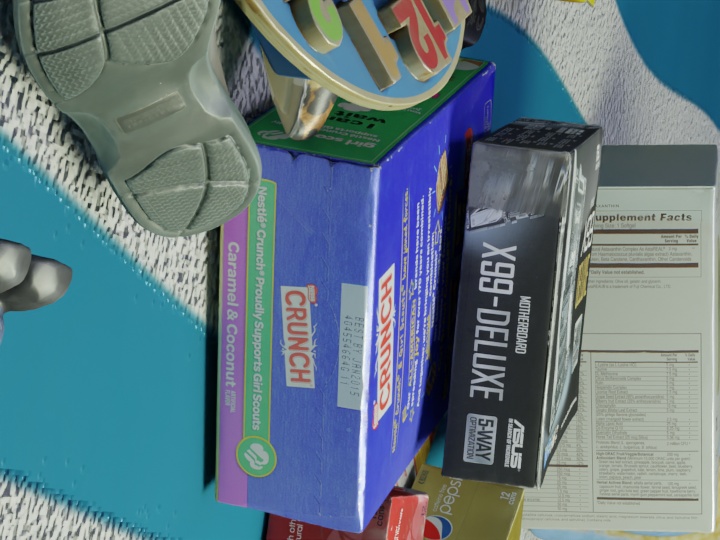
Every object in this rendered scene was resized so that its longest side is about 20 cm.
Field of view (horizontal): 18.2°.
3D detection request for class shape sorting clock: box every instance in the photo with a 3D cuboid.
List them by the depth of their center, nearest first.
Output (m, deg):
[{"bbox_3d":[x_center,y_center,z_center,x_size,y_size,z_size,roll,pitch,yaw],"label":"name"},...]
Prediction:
[{"bbox_3d":[-0.016,-0.156,0.853,0.200,0.039,0.201,37,44,-46],"label":"shape sorting clock"}]

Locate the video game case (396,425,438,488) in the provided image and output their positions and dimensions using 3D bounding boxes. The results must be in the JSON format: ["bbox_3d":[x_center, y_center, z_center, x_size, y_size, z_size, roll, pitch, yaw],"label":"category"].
[{"bbox_3d":[0.023,0.061,1.256,0.144,0.017,0.201,80,24,-45],"label":"video game case"}]

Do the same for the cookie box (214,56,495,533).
[{"bbox_3d":[0.000,0.000,1.046,0.200,0.075,0.173,-46,141,-66],"label":"cookie box"}]

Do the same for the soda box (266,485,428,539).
[{"bbox_3d":[-0.018,0.203,1.101,0.070,0.063,0.202,14,84,-72],"label":"soda box"}]

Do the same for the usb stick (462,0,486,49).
[{"bbox_3d":[0.029,-0.149,1.157,0.200,0.032,0.056,2,89,-73],"label":"usb stick"}]

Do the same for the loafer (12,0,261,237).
[{"bbox_3d":[-0.082,-0.087,0.778,0.200,0.071,0.063,77,-9,-57],"label":"loafer"}]

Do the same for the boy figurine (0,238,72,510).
[{"bbox_3d":[-0.136,0.088,0.652,0.124,0.064,0.202,46,51,-73],"label":"boy figurine"}]

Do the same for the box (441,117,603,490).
[{"bbox_3d":[0.083,0.009,1.123,0.200,0.049,0.159,-32,128,-78],"label":"box"}]

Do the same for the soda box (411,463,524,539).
[{"bbox_3d":[0.051,0.212,1.303,0.068,0.064,0.201,-63,161,-49],"label":"soda box"}]

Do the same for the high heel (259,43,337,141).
[{"bbox_3d":[0.031,-0.135,0.983,0.142,0.071,0.202,18,70,-28],"label":"high heel"}]

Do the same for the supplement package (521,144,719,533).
[{"bbox_3d":[0.138,0.036,1.338,0.152,0.149,0.202,-52,140,-75],"label":"supplement package"}]

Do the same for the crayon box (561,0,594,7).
[{"bbox_3d":[0.109,-0.232,1.354,0.200,0.050,0.128,6,92,-73],"label":"crayon box"}]

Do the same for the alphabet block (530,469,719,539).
[{"bbox_3d":[0.228,0.082,1.658,0.197,0.194,0.201,78,27,-53],"label":"alphabet block"}]
